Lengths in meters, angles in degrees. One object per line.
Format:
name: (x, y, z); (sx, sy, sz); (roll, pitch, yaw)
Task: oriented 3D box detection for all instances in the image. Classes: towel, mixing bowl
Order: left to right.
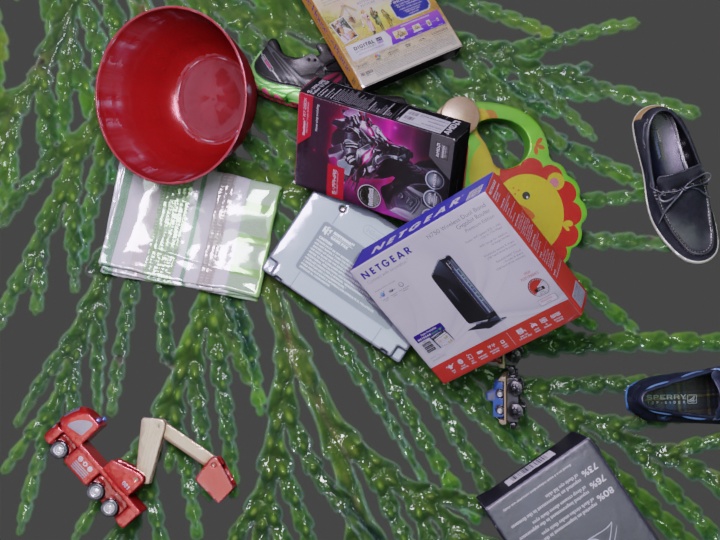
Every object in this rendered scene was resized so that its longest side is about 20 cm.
towel: (-0.205, -0.052, 1.505); (0.199, 0.031, 0.150); (11, 87, 1)
mixing bowl: (-0.196, -0.200, 1.461); (0.199, 0.108, 0.201); (2, 95, 23)

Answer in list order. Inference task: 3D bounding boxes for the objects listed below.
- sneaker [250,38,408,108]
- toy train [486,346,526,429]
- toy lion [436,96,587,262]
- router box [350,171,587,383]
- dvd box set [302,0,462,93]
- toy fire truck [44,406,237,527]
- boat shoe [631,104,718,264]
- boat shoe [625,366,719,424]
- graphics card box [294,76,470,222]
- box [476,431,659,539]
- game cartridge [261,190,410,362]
sneaker: (-0.033, -0.224, 1.494); (0.199, 0.077, 0.084); (18, 90, 0)
toy train: (0.168, 0.088, 1.474); (0.046, 0.034, 0.201); (-1, 99, 16)
toy lion: (0.176, -0.095, 1.497); (0.191, 0.069, 0.201); (6, 86, -7)
router box: (0.119, 0.013, 1.401); (0.200, 0.049, 0.180); (-31, 108, 33)
dvd box set: (0.011, -0.318, 1.490); (0.146, 0.029, 0.201); (-27, 80, -22)
toy fire truck: (-0.258, 0.222, 1.477); (0.141, 0.049, 0.200); (-42, 86, -3)
boat shoe: (0.376, -0.103, 1.493); (0.074, 0.062, 0.201); (-17, 88, -3)
boat shoe: (0.415, 0.153, 1.472); (0.199, 0.069, 0.085); (-11, 86, -1)
graphics card box: (0.021, -0.131, 1.424); (0.199, 0.051, 0.126); (19, 127, 19)
box: (0.250, 0.309, 1.444); (0.148, 0.104, 0.200); (-33, 87, -2)
game cartridge: (0.000, 0.000, 1.494); (0.200, 0.040, 0.134); (35, 90, -2)
